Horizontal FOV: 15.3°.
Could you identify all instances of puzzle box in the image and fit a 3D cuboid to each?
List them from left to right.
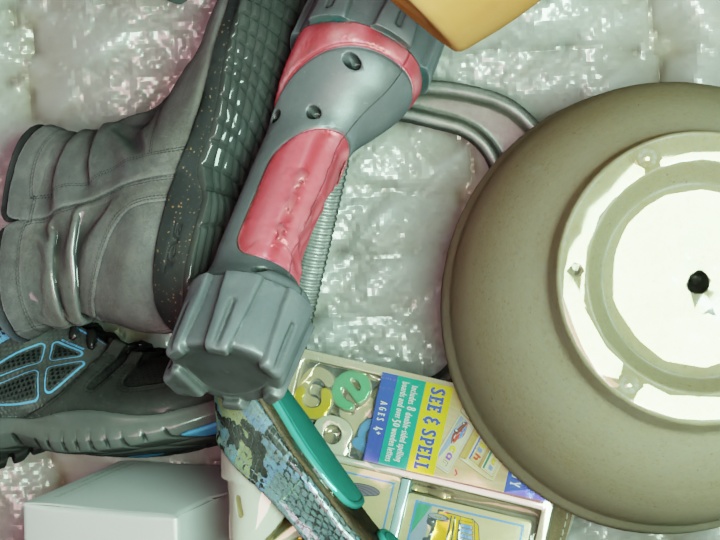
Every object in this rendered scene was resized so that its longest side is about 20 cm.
[{"bbox_3d":[0.012,0.146,1.202,0.132,0.025,0.201,12,83,6],"label":"puzzle box"}]

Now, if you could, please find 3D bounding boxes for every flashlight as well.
[{"bbox_3d":[-0.022,-0.036,1.161,0.068,0.068,0.201,17,58,5],"label":"flashlight"}]

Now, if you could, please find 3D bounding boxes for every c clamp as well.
[{"bbox_3d":[0.000,0.000,1.249,0.170,0.027,0.201,21,102,10],"label":"c clamp"}]

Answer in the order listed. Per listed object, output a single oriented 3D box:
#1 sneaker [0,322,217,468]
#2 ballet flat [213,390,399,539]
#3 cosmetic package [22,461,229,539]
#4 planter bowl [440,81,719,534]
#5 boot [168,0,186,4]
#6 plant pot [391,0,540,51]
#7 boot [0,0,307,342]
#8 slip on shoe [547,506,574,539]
[{"bbox_3d":[-0.134,0.049,1.257,0.199,0.073,0.082,-4,81,17],"label":"sneaker"},{"bbox_3d":[-0.017,0.122,1.161,0.074,0.074,0.200,-42,78,15],"label":"ballet flat"},{"bbox_3d":[-0.097,0.198,1.254,0.084,0.108,0.201,1,96,21],"label":"cosmetic package"},{"bbox_3d":[0.137,0.009,1.133,0.199,0.135,0.201,0,83,-2],"label":"planter bowl"},{"bbox_3d":[-0.110,-0.240,1.225,0.200,0.066,0.165,39,79,20],"label":"boot"},{"bbox_3d":[0.037,-0.187,1.113,0.200,0.200,0.140,43,93,4],"label":"plant pot"},{"bbox_3d":[-0.101,-0.063,1.227,0.131,0.070,0.201,2,65,34],"label":"boot"},{"bbox_3d":[0.030,0.154,1.241,0.076,0.061,0.200,41,105,-3],"label":"slip on shoe"}]
